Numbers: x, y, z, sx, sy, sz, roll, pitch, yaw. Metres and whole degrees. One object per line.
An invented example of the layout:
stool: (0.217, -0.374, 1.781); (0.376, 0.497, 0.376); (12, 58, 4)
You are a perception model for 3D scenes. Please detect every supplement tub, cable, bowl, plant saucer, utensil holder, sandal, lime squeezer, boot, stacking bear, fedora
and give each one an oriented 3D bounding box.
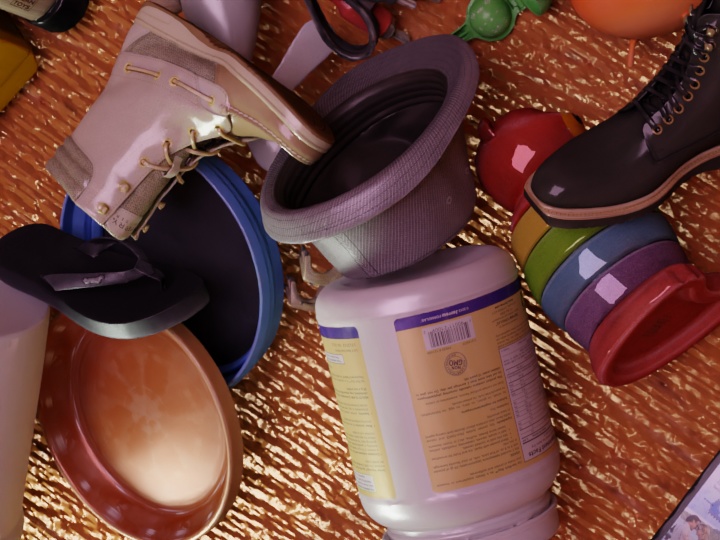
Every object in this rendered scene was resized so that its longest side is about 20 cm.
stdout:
supplement tub: (0.058, 0.094, 1.629); (0.145, 0.145, 0.201); (-9, 99, 25)
cable: (-0.038, -0.224, 1.693); (0.199, 0.050, 0.097); (28, 112, -7)
bowl: (-0.139, -0.004, 1.753); (0.200, 0.039, 0.201); (15, 117, 33)
plant saucer: (-0.165, 0.110, 1.772); (0.200, 0.032, 0.201); (16, 118, 33)
utensil holder: (-0.326, 0.104, 1.778); (0.169, 0.170, 0.201); (22, 114, 23)
sandal: (-0.199, 0.001, 1.721); (0.200, 0.076, 0.043); (16, 133, 34)
lime squeezer: (0.097, -0.177, 1.668); (0.038, 0.071, 0.200); (42, 145, -17)
boot: (0.197, -0.118, 1.532); (0.199, 0.139, 0.078); (-27, 54, -18)
boot: (-0.122, -0.083, 1.645); (0.200, 0.072, 0.155); (35, 91, 35)
stacking bear: (0.153, -0.030, 1.619); (0.114, 0.121, 0.200); (-45, 64, 21)
fedora: (0.022, -0.066, 1.634); (0.176, 0.200, 0.090); (-19, 120, 31)

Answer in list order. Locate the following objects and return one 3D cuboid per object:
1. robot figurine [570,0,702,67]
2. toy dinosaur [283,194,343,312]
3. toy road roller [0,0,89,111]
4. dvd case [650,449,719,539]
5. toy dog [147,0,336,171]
robot figurine: (0.185, -0.244, 1.596); (0.143, 0.117, 0.201); (-13, 84, 13)
toy dinosaur: (0.000, 0.000, 1.697); (0.101, 0.058, 0.201); (-4, 84, -19)
toy road roller: (-0.321, -0.213, 1.832); (0.200, 0.123, 0.146); (-48, 57, 17)
dvd case: (0.286, 0.185, 1.602); (0.143, 0.018, 0.200); (41, 107, 20)
toy dog: (-0.083, -0.176, 1.741); (0.131, 0.096, 0.201); (0, 104, 37)
